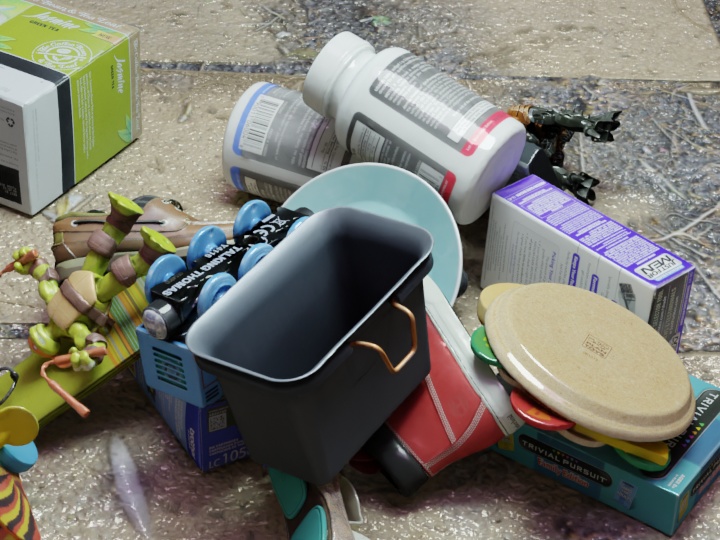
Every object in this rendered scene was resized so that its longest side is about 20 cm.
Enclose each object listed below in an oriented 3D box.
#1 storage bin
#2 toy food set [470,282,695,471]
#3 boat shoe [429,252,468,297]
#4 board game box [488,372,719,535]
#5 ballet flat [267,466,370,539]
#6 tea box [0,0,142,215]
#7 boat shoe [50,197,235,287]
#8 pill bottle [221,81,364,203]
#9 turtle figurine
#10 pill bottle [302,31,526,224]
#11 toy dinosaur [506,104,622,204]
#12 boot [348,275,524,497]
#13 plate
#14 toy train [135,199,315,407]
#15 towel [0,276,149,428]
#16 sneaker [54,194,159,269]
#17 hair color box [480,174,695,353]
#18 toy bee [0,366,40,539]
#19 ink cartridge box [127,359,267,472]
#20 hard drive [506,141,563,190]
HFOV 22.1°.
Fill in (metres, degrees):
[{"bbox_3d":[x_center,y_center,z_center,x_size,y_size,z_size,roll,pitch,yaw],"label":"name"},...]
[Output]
[{"bbox_3d":[-0.018,0.067,1.449,0.145,0.135,0.200,16,46,34],"label":"storage bin"},{"bbox_3d":[0.185,0.080,1.528,0.199,0.049,0.198,23,30,-6],"label":"toy food set"},{"bbox_3d":[0.004,0.003,1.731,0.199,0.072,0.068,2,-1,22],"label":"boat shoe"},{"bbox_3d":[0.215,0.128,1.581,0.199,0.047,0.151,23,40,26],"label":"board game box"},{"bbox_3d":[-0.025,0.202,1.446,0.067,0.068,0.200,22,32,-24],"label":"ballet flat"},{"bbox_3d":[-0.360,-0.182,1.900,0.199,0.134,0.197,19,38,22],"label":"tea box"},{"bbox_3d":[-0.174,-0.033,1.625,0.199,0.072,0.068,-7,75,-6],"label":"boat shoe"},{"bbox_3d":[-0.028,-0.111,1.843,0.199,0.114,0.114,18,38,19],"label":"pill bottle"},{"bbox_3d":[-0.226,0.025,1.547,0.161,0.064,0.200,-48,45,7],"label":"turtle figurine"},{"bbox_3d":[0.046,-0.139,1.726,0.200,0.111,0.111,34,44,16],"label":"pill bottle"},{"bbox_3d":[0.183,-0.128,1.888,0.135,0.103,0.200,21,28,18],"label":"toy dinosaur"},{"bbox_3d":[0.034,0.094,1.561,0.144,0.072,0.200,-33,47,3],"label":"boot"},{"bbox_3d":[0.000,0.000,1.678,0.199,0.026,0.201,-5,74,18],"label":"plate"},{"bbox_3d":[-0.101,0.023,1.517,0.086,0.115,0.200,19,38,34],"label":"toy train"},{"bbox_3d":[-0.240,0.078,1.568,0.200,0.018,0.086,-35,39,-4],"label":"towel"},{"bbox_3d":[-0.229,-0.027,1.730,0.073,0.088,0.200,16,37,17],"label":"sneaker"},{"bbox_3d":[0.206,0.006,1.701,0.065,0.110,0.200,-24,44,-35],"label":"hair color box"},{"bbox_3d":[-0.321,0.143,1.464,0.131,0.109,0.200,-54,41,1],"label":"toy bee"},{"bbox_3d":[-0.107,0.089,1.586,0.136,0.077,0.200,-16,38,-24],"label":"ink cartridge box"},{"bbox_3d":[0.109,-0.116,1.849,0.200,0.140,0.033,27,76,30],"label":"hard drive"}]
